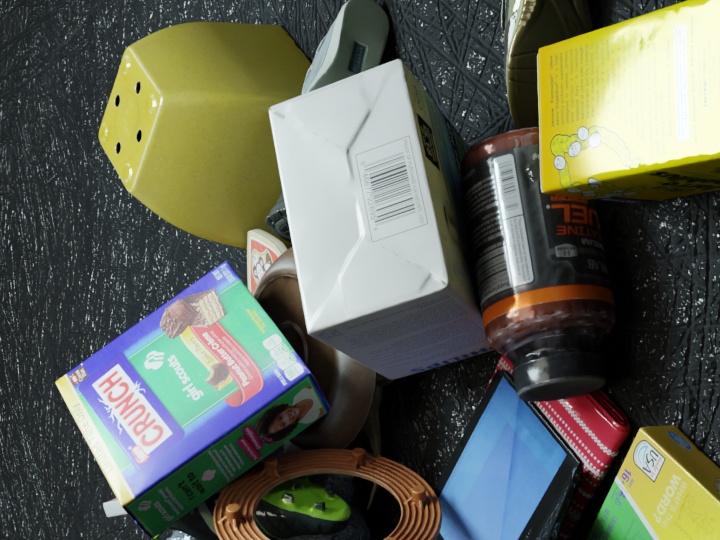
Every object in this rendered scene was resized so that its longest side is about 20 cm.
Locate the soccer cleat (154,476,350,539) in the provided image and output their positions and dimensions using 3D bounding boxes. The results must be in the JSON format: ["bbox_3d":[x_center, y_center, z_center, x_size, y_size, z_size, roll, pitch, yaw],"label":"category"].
[{"bbox_3d":[-0.104,0.226,1.192,0.197,0.068,0.082,6,107,15],"label":"soccer cleat"}]

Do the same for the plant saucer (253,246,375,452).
[{"bbox_3d":[-0.057,0.076,1.229,0.199,0.032,0.204,7,99,51],"label":"plant saucer"}]

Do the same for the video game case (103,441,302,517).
[{"bbox_3d":[-0.152,0.210,1.343,0.142,0.198,0.018,-22,86,52],"label":"video game case"}]

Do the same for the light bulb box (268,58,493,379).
[{"bbox_3d":[0.029,-0.033,1.080,0.123,0.200,0.201,-17,70,16],"label":"light bulb box"}]

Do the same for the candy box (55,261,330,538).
[{"bbox_3d":[-0.155,0.114,1.174,0.199,0.077,0.169,-36,51,-7],"label":"candy box"}]

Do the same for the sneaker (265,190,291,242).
[{"bbox_3d":[-0.016,-0.096,1.284,0.198,0.076,0.092,-18,45,40],"label":"sneaker"}]

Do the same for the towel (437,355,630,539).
[{"bbox_3d":[0.141,0.160,1.080,0.145,0.022,0.202,51,129,42],"label":"towel"}]

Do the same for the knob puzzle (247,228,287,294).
[{"bbox_3d":[-0.089,0.053,1.336,0.219,0.030,0.223,166,90,-69],"label":"knob puzzle"}]

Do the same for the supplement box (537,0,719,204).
[{"bbox_3d":[0.230,-0.116,0.903,0.199,0.108,0.111,-8,80,55],"label":"supplement box"}]

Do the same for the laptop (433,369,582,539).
[{"bbox_3d":[0.095,0.211,1.038,0.102,0.200,0.179,28,120,9],"label":"laptop"}]

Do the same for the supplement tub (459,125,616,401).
[{"bbox_3d":[0.142,-0.003,1.017,0.107,0.106,0.203,-29,63,50],"label":"supplement tub"}]

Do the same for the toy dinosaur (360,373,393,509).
[{"bbox_3d":[0.004,0.125,1.267,0.102,0.057,0.201,104,150,-41],"label":"toy dinosaur"}]

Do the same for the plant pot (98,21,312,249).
[{"bbox_3d":[-0.164,-0.150,1.389,0.196,0.198,0.196,52,127,42],"label":"plant pot"}]

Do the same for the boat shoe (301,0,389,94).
[{"bbox_3d":[-0.022,-0.175,1.270,0.072,0.069,0.203,-45,25,57],"label":"boat shoe"}]

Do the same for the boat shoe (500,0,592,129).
[{"bbox_3d":[0.152,-0.213,1.066,0.066,0.071,0.204,-107,16,-74],"label":"boat shoe"}]

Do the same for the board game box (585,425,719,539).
[{"bbox_3d":[0.243,0.231,0.911,0.200,0.040,0.155,46,123,47],"label":"board game box"}]

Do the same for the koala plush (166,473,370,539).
[{"bbox_3d":[-0.070,0.275,1.261,0.198,0.182,0.180,-15,76,40],"label":"koala plush"}]

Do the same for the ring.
[{"bbox_3d":[-0.028,0.203,1.113,0.200,0.198,0.020,32,129,51],"label":"ring"}]
